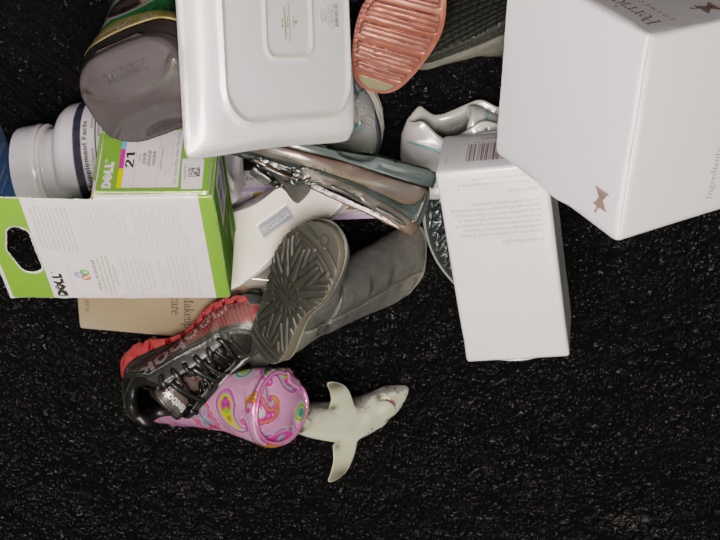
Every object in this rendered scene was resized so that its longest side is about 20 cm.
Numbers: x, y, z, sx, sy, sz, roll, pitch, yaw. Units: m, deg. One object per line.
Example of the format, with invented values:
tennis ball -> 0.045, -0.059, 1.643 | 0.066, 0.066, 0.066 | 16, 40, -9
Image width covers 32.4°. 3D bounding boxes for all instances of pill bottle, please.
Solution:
pill bottle -> -0.214, -0.104, 1.137 | 0.196, 0.112, 0.112 | -7, 130, 8

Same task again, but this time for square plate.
square plate -> -0.065, -0.196, 0.965 | 0.028, 0.197, 0.204 | 6, 102, 38

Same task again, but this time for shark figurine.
shark figurine -> -0.064, 0.144, 1.366 | 0.212, 0.089, 0.130 | 25, 93, -28

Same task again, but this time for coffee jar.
coffee jar -> -0.160, -0.192, 1.001 | 0.103, 0.202, 0.086 | -18, 128, 19

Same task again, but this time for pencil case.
pencil case -> -0.148, 0.129, 1.292 | 0.198, 0.088, 0.088 | 6, 140, 42

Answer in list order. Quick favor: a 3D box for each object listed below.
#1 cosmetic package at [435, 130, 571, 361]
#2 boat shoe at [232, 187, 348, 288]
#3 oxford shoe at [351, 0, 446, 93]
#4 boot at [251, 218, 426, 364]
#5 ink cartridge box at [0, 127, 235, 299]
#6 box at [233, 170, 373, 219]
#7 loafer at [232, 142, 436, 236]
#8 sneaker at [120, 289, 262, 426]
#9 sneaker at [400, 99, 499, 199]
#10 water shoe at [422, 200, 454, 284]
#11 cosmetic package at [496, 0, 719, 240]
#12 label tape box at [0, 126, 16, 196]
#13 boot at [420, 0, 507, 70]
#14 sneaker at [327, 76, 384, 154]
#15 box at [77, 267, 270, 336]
cosmetic package -> 0.133, -0.021, 1.124 | 0.100, 0.074, 0.203 | -3, 122, 14
boat shoe -> -0.087, -0.042, 1.162 | 0.199, 0.068, 0.073 | -36, 81, 17
oxford shoe -> 0.043, -0.243, 1.032 | 0.070, 0.074, 0.202 | 17, 125, -9
boot -> -0.001, -0.002, 1.165 | 0.198, 0.073, 0.182 | -19, 155, -41
ink cartridge box -> -0.212, -0.046, 1.056 | 0.196, 0.077, 0.149 | 0, 145, 1
box -> -0.078, -0.073, 1.204 | 0.196, 0.039, 0.042 | -2, 128, 4
loafer -> -0.034, -0.079, 1.069 | 0.197, 0.072, 0.064 | 13, 96, -6
sneaker -> -0.156, 0.091, 1.205 | 0.198, 0.099, 0.071 | -27, 124, 22
sneaker -> 0.131, -0.113, 1.144 | 0.197, 0.071, 0.081 | -2, 128, 5
water shoe -> 0.124, -0.008, 1.233 | 0.071, 0.079, 0.202 | -26, 99, 18
cosmetic package -> 0.237, -0.152, 0.981 | 0.197, 0.167, 0.169 | -16, 127, -26
label tape box -> -0.379, -0.113, 1.114 | 0.065, 0.144, 0.202 | -8, 130, 8
boot -> 0.146, -0.187, 1.087 | 0.197, 0.068, 0.131 | -18, 133, 18
sneaker -> -0.040, -0.161, 1.098 | 0.077, 0.087, 0.201 | -18, 127, 18
box -> -0.181, 0.009, 1.251 | 0.196, 0.078, 0.096 | 4, 131, -1
